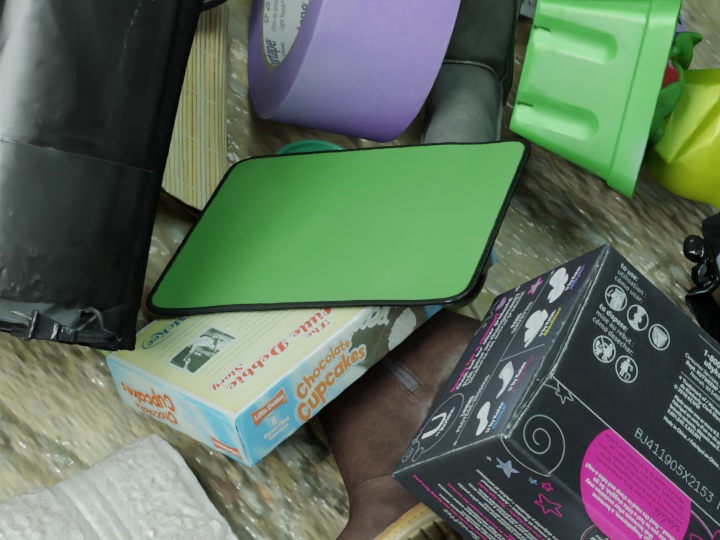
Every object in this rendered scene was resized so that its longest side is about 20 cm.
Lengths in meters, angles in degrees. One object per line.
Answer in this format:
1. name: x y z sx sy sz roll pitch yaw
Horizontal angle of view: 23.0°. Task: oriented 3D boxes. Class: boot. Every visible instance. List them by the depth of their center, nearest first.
1. boot: 0.001 0.096 1.003 0.200 0.072 0.166 -42 55 -19
2. boot: 0.061 -0.105 1.123 0.072 0.182 0.200 2 43 18

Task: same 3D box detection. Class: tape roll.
1. tape roll: -0.005 -0.187 1.127 0.085 0.200 0.201 11 50 -17

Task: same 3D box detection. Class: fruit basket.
1. fruit basket: 0.212 -0.124 1.192 0.215 0.156 0.216 10 23 -4

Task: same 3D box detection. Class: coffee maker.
1. coffee maker: -0.148 -0.064 0.921 0.134 0.192 0.201 12 88 -39

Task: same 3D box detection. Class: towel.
1. towel: -0.106 0.184 0.897 0.132 0.035 0.200 -22 65 -37

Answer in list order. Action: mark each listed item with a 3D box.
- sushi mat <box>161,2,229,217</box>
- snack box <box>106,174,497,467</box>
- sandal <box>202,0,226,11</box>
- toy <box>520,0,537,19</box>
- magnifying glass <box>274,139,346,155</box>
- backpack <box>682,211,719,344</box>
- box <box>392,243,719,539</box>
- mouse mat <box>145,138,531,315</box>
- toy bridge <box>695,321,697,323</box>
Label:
1. sushi mat: -0.119 -0.122 1.124 0.096 0.012 0.201 29 42 -35
2. snack box: -0.031 0.022 0.994 0.200 0.037 0.116 -38 37 -28
3. sandal: -0.156 -0.200 1.105 0.199 0.045 0.075 -5 54 -23
4. toy: 0.097 -0.267 1.341 0.115 0.047 0.201 19 52 -15
5. magnifying glass: 0.000 0.000 1.100 0.079 0.022 0.201 -12 62 -28
6. backpack: 0.315 0.044 1.141 0.166 0.127 0.201 5 55 -25
7. box: 0.141 0.107 0.914 0.200 0.115 0.132 41 59 -13
8. mouse mat: -0.011 -0.027 1.015 0.199 0.008 0.161 -1 36 23
9. toy bridge: 0.165 0.073 1.077 0.067 0.027 0.200 32 32 -2
